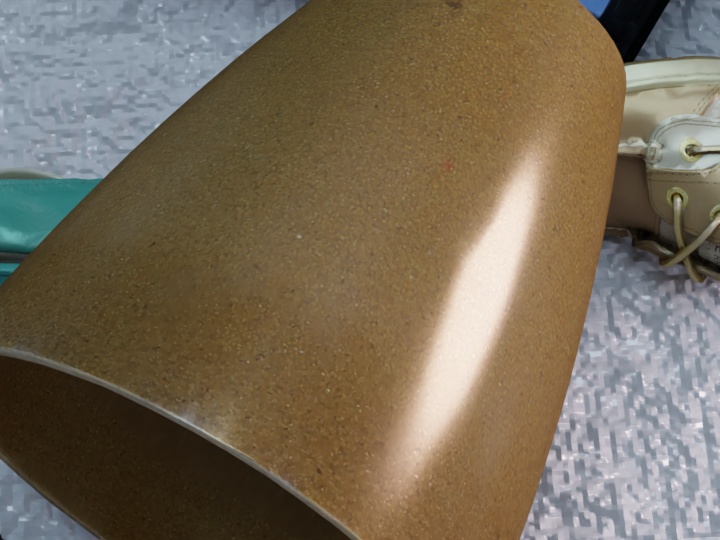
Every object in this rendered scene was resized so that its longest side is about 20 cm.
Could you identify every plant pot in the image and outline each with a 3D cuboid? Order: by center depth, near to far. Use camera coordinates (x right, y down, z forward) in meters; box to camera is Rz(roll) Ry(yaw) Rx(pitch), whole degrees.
[{"bbox_3d":[0.000,0.000,0.801,0.186,0.187,0.200,27,69,14],"label":"plant pot"}]

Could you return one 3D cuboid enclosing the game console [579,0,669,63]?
[{"bbox_3d":[0.043,-0.179,0.896,0.176,0.116,0.201,35,101,26],"label":"game console"}]

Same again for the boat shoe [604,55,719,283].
[{"bbox_3d":[0.130,-0.032,0.891,0.199,0.074,0.067,-8,64,1],"label":"boat shoe"}]

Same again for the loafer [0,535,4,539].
[{"bbox_3d":[-0.120,0.170,0.786,0.071,0.063,0.201,-8,62,-5],"label":"loafer"}]

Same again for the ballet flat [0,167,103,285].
[{"bbox_3d":[-0.157,-0.008,0.891,0.199,0.068,0.071,5,37,2],"label":"ballet flat"}]
